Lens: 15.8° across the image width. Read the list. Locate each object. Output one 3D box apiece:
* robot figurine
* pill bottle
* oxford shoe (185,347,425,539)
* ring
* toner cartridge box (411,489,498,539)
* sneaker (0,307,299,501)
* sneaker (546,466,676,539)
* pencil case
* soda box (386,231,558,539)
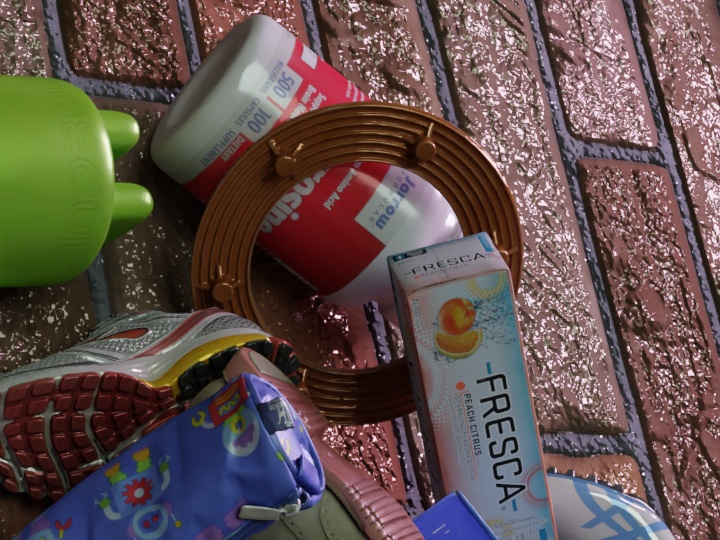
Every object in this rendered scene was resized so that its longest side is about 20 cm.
[{"bbox_3d":[-0.214,-0.048,1.408,0.199,0.115,0.177,-3,76,-39],"label":"robot figurine"},{"bbox_3d":[-0.019,-0.052,1.567,0.200,0.112,0.113,38,48,-15],"label":"pill bottle"},{"bbox_3d":[-0.022,0.138,1.401,0.200,0.074,0.071,50,9,15],"label":"oxford shoe"},{"bbox_3d":[0.000,0.000,1.515,0.200,0.201,0.019,31,13,-21],"label":"ring"},{"bbox_3d":[0.002,0.216,1.415,0.199,0.043,0.095,-33,75,-19],"label":"toner cartridge box"},{"bbox_3d":[-0.137,0.069,1.443,0.199,0.078,0.082,-11,29,-30],"label":"sneaker"},{"bbox_3d":[0.170,0.198,1.609,0.200,0.072,0.073,42,55,-8],"label":"sneaker"},{"bbox_3d":[-0.107,0.135,1.337,0.078,0.199,0.087,50,6,-46],"label":"pencil case"},{"bbox_3d":[0.067,0.085,1.513,0.063,0.068,0.201,-13,112,-6],"label":"soda box"}]
